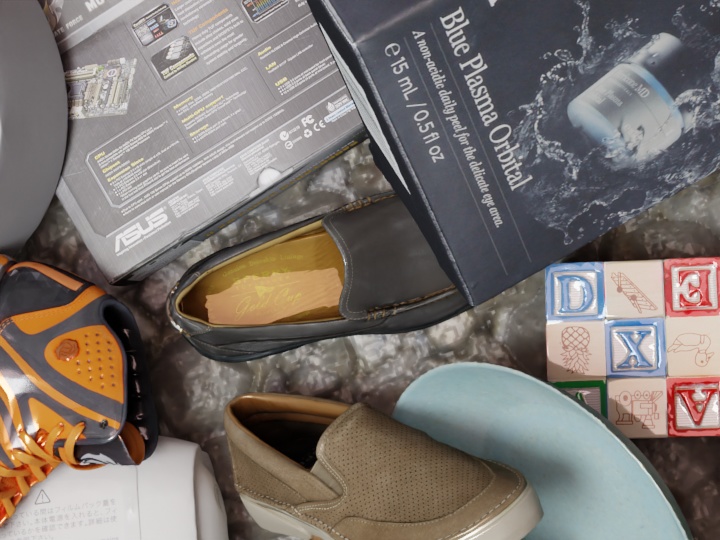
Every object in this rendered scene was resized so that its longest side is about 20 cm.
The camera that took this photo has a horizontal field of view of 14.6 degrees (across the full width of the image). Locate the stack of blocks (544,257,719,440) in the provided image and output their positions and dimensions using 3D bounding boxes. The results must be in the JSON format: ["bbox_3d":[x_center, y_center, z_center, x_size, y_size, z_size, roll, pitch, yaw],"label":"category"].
[{"bbox_3d":[0.192,0.050,1.359,0.200,0.059,0.115,-2,89,10],"label":"stack of blocks"}]

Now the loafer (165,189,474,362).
[{"bbox_3d":[0.000,0.000,1.386,0.200,0.072,0.073,-21,85,8],"label":"loafer"}]

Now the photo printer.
[{"bbox_3d":[-0.143,0.181,1.391,0.166,0.069,0.200,-10,71,10],"label":"photo printer"}]

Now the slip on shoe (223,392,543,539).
[{"bbox_3d":[0.004,0.095,1.335,0.076,0.200,0.061,-35,114,-26],"label":"slip on shoe"}]

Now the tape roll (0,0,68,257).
[{"bbox_3d":[-0.247,-0.081,1.404,0.200,0.066,0.201,5,102,25],"label":"tape roll"}]

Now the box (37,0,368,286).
[{"bbox_3d":[-0.079,-0.109,1.413,0.200,0.048,0.159,-32,83,8],"label":"box"}]

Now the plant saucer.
[{"bbox_3d":[0.097,0.124,1.341,0.039,0.201,0.201,-34,81,-36],"label":"plant saucer"}]

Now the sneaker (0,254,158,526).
[{"bbox_3d":[-0.166,0.094,1.346,0.112,0.078,0.200,17,79,16],"label":"sneaker"}]

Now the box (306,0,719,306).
[{"bbox_3d":[0.087,-0.121,1.282,0.200,0.197,0.118,-30,49,-2],"label":"box"}]
